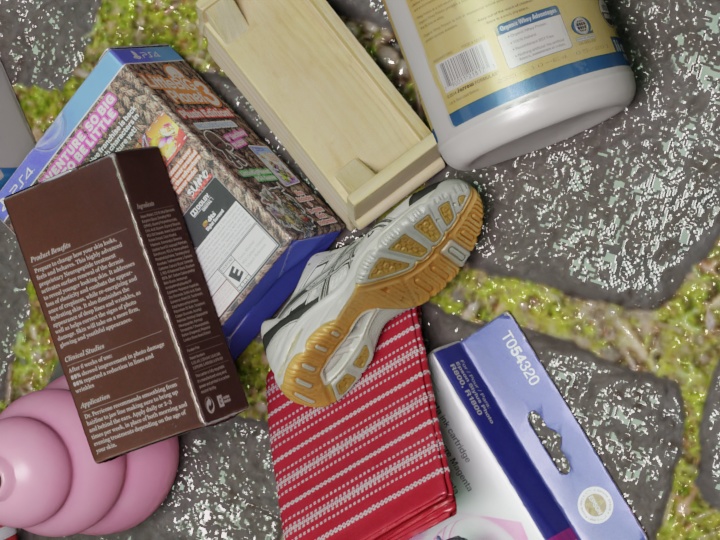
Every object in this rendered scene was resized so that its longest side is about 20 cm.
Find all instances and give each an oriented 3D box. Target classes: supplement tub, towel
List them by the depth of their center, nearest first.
[{"bbox_3d":[0.092,-0.184,1.685,0.144,0.145,0.201,-22,85,20],"label":"supplement tub"},{"bbox_3d":[-0.002,0.120,1.739,0.144,0.022,0.201,-32,43,23],"label":"towel"}]

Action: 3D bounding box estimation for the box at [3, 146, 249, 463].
[{"bbox_3d":[-0.165,0.024,1.723,0.100,0.075,0.201,-19,90,25],"label":"box"}]

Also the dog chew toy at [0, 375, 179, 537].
[{"bbox_3d":[-0.216,0.139,1.783,0.124,0.200,0.125,2,95,23],"label":"dog chew toy"}]

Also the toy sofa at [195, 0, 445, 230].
[{"bbox_3d":[-0.030,-0.131,1.777,0.083,0.098,0.200,-37,79,-7],"label":"toy sofa"}]

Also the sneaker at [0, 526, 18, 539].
[{"bbox_3d":[-0.281,0.215,1.892,0.071,0.112,0.201,-14,58,22],"label":"sneaker"}]

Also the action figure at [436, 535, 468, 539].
[{"bbox_3d":[0.117,0.274,1.694,0.193,0.105,0.201,-22,117,4],"label":"action figure"}]

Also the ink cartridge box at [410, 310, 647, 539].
[{"bbox_3d":[0.072,0.163,1.765,0.200,0.043,0.197,-35,80,20],"label":"ink cartridge box"}]

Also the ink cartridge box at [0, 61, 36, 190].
[{"bbox_3d":[-0.375,-0.093,1.862,0.199,0.147,0.145,-26,84,20],"label":"ink cartridge box"}]

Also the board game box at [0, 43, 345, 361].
[{"bbox_3d":[-0.142,-0.040,1.798,0.200,0.097,0.160,46,111,12],"label":"board game box"}]

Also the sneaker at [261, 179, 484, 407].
[{"bbox_3d":[0.000,0.000,1.750,0.200,0.076,0.088,-46,39,7],"label":"sneaker"}]
